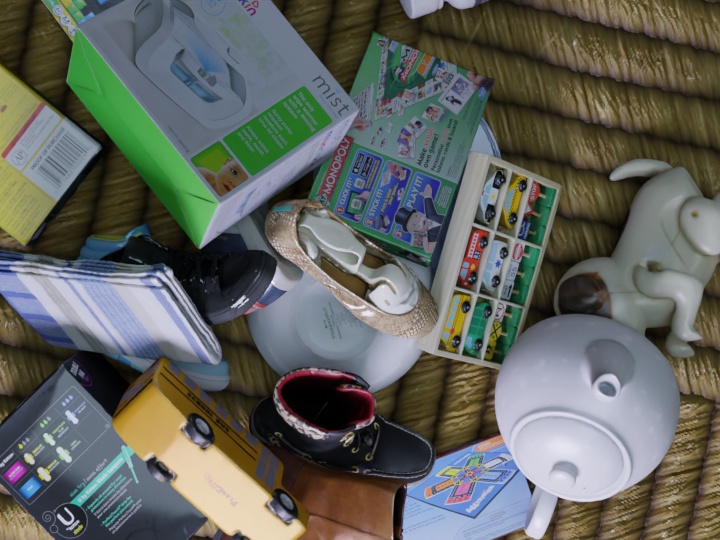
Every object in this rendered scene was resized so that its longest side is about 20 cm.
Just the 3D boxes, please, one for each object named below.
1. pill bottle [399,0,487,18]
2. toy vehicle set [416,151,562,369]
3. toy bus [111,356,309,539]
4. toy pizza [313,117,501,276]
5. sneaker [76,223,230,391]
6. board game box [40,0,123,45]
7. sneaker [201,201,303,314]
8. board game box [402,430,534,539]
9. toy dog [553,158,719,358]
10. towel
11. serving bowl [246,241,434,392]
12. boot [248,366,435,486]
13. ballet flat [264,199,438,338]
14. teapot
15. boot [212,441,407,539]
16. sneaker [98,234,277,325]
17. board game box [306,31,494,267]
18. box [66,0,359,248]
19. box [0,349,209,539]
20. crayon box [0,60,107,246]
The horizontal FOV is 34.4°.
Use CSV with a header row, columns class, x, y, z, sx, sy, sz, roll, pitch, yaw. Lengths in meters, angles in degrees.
class,x,y,z,sx,sy,sz,roll,pitch,yaw
pill bottle,0.127,-0.328,1.150,0.197,0.113,0.115,-21,95,-3
toy vehicle set,0.132,-0.006,1.177,0.123,0.026,0.203,13,93,-42
toy bus,-0.135,0.177,1.077,0.065,0.079,0.200,-42,104,16
toy pizza,0.049,-0.092,1.198,0.196,0.032,0.204,0,93,-6
sneaker,-0.203,0.031,1.162,0.198,0.080,0.132,25,92,-6
board game box,-0.193,-0.237,1.159,0.165,0.057,0.201,-37,95,-1
sneaker,-0.130,-0.045,1.139,0.084,0.075,0.202,-41,54,22
board game box,0.081,0.250,1.226,0.197,0.019,0.105,-20,96,-3
toy dog,0.286,0.000,1.172,0.199,0.140,0.195,-40,82,-1
towel,-0.232,0.034,1.054,0.197,0.148,0.024,4,56,22
serving bowl,-0.021,0.039,1.162,0.196,0.066,0.204,0,104,2
boot,-0.008,0.155,1.143,0.197,0.151,0.074,19,67,-4
ballet flat,0.000,0.000,1.082,0.198,0.065,0.071,31,69,-16
teapot,0.210,0.154,1.129,0.195,0.147,0.201,-15,122,37
boot,-0.047,0.273,1.148,0.197,0.068,0.192,12,98,23
sneaker,-0.176,0.007,1.060,0.198,0.061,0.104,-23,129,37
board game box,0.039,-0.121,1.141,0.133,0.029,0.203,21,73,1
box,-0.133,-0.157,1.047,0.176,0.097,0.201,-36,83,-29
box,-0.250,0.191,1.131,0.124,0.149,0.200,-43,95,1
crayon box,-0.368,-0.137,1.153,0.199,0.051,0.127,40,89,-6
